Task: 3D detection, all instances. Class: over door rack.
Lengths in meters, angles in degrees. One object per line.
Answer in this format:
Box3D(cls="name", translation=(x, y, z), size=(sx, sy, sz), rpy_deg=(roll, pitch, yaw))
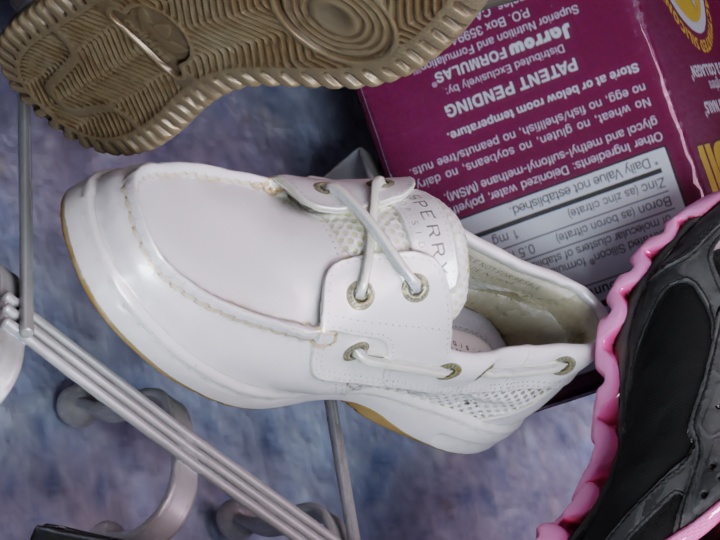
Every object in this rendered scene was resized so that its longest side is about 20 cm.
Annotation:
Box3D(cls="over door rack", translation=(-0.062, 0.009, 0.824), size=(0.148, 0.066, 0.201), rpy_deg=(40, 35, -31))

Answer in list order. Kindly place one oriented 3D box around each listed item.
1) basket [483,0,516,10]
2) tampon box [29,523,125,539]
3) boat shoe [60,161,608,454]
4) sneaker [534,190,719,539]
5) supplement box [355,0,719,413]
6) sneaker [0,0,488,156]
Box3D(cls="basket", translation=(0.107, -0.161, 0.794), size=(0.181, 0.199, 0.136), rpy_deg=(-104, 172, -58))
Box3D(cls="tampon box", translation=(-0.024, 0.186, 0.680), size=(0.150, 0.126, 0.201), rpy_deg=(35, 67, -47))
Box3D(cls="boat shoe", translation=(0.000, 0.000, 0.788), size=(0.200, 0.069, 0.071), rpy_deg=(16, 50, -50))
Box3D(cls="sneaker", translation=(0.103, 0.060, 0.792), size=(0.079, 0.095, 0.201), rpy_deg=(35, 66, -21))
Box3D(cls="supplement box", translation=(0.067, -0.063, 0.934), size=(0.201, 0.103, 0.131), rpy_deg=(71, 19, 1))
Box3D(cls="sneaker", translation=(-0.012, -0.100, 0.708), size=(0.071, 0.200, 0.113), rpy_deg=(46, 61, -20))
